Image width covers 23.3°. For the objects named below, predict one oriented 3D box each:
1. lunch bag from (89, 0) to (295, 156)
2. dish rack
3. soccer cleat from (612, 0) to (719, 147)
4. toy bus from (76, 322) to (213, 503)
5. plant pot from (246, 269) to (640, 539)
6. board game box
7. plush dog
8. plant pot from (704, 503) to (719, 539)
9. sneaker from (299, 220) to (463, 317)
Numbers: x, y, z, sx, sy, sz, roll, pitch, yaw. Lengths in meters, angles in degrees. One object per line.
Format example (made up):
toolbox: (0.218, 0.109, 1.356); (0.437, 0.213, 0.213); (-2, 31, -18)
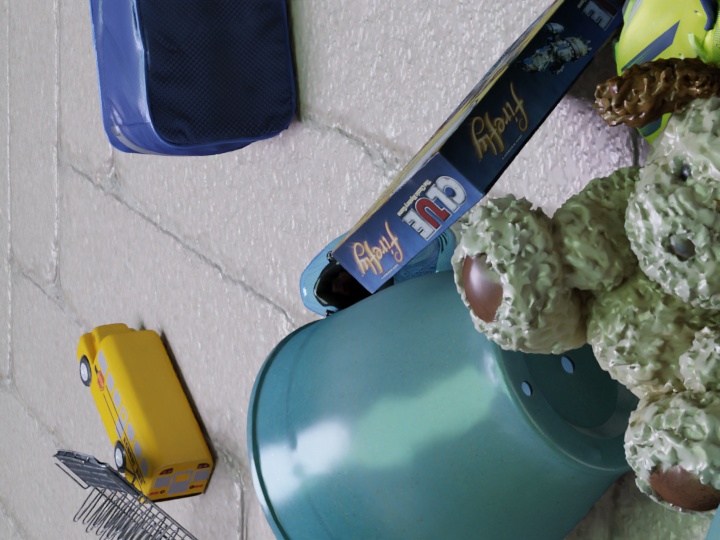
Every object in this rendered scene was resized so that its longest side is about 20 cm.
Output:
lunch bag: (-0.143, -0.191, 1.392); (0.132, 0.135, 0.202); (-1, 94, 61)
dish rack: (-0.198, 0.236, 1.559); (0.200, 0.055, 0.153); (45, 157, -20)
soccer cleat: (0.169, -0.117, 0.855); (0.201, 0.064, 0.084); (84, 161, -48)
toy bus: (-0.207, 0.127, 1.649); (0.201, 0.065, 0.079); (62, 145, 35)
plant pot: (0.066, 0.087, 1.019); (0.188, 0.199, 0.202); (-33, 66, 43)
board game box: (0.075, -0.086, 0.966); (0.035, 0.200, 0.135); (42, 147, -4)
plush dog: (0.170, -0.009, 0.849); (0.200, 0.160, 0.172); (45, 134, 18)
plant pot: (0.228, 0.158, 0.730); (0.200, 0.199, 0.163); (-28, 58, 60)
sneaker: (0.000, 0.000, 1.214); (0.200, 0.089, 0.079); (-14, 84, 62)
